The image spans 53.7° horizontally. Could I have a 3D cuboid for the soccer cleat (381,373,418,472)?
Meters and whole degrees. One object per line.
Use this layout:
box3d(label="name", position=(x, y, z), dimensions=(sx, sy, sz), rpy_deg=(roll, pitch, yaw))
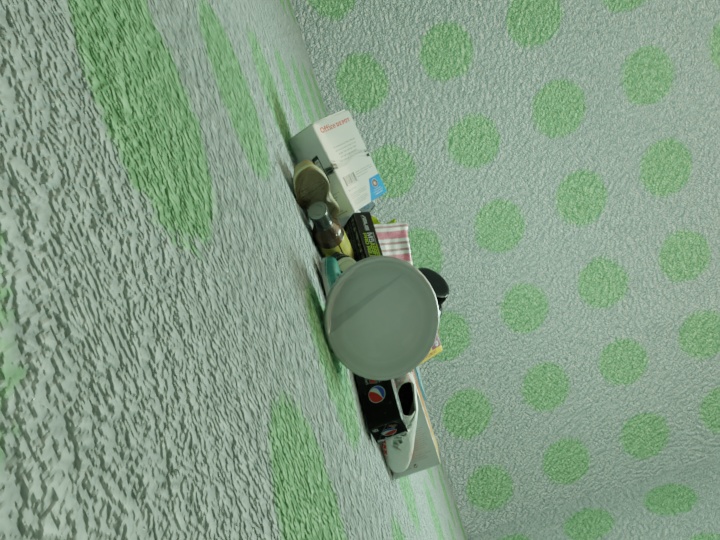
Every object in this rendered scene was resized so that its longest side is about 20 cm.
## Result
box3d(label="soccer cleat", position=(0.081, 0.302, 1.409), dimensions=(0.085, 0.067, 0.206), rpy_deg=(-171, -94, -82))

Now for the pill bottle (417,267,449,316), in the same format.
box3d(label="pill bottle", position=(0.105, 0.096, 1.506), dimensions=(0.202, 0.109, 0.113), rpy_deg=(-60, -151, 34))

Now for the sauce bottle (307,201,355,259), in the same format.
box3d(label="sauce bottle", position=(-0.059, -0.067, 1.431), dimensions=(0.201, 0.063, 0.066), rpy_deg=(68, 5, -58))

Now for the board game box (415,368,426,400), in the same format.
box3d(label="board game box", position=(0.103, 0.272, 1.879), dimensions=(0.200, 0.101, 0.107), rpy_deg=(-91, 162, -77))

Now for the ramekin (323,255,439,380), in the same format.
box3d(label="ramekin", position=(0.029, 0.074, 1.210), dimensions=(0.094, 0.198, 0.207), rpy_deg=(-142, -148, -77))

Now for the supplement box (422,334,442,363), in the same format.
box3d(label="supplement box", position=(0.104, 0.129, 1.748), dimensions=(0.102, 0.129, 0.204), rpy_deg=(10, -57, 59))

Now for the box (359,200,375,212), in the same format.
box3d(label="box", position=(-0.051, -0.221, 1.697), dimensions=(0.199, 0.041, 0.156), rpy_deg=(38, 12, -11))

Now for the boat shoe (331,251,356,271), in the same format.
box3d(label="boat shoe", position=(-0.019, 0.060, 1.433), dimensions=(0.067, 0.071, 0.204), rpy_deg=(29, -42, 59))

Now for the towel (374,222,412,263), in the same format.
box3d(label="towel", position=(0.063, -0.007, 1.626), dimensions=(0.030, 0.143, 0.206), rpy_deg=(-9, -91, 59))

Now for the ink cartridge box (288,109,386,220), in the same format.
box3d(label="ink cartridge box", position=(-0.047, -0.226, 1.541), dimensions=(0.145, 0.083, 0.203), rpy_deg=(-34, 100, -50))

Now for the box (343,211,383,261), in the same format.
box3d(label="box", position=(0.000, 0.000, 1.543), dimensions=(0.160, 0.043, 0.204), rpy_deg=(-50, -128, 56))

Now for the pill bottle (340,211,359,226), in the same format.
box3d(label="pill bottle", position=(0.000, -0.062, 1.847), dimensions=(0.114, 0.111, 0.204), rpy_deg=(-92, 164, -75))

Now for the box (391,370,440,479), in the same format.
box3d(label="box", position=(0.091, 0.315, 1.531), dimensions=(0.152, 0.104, 0.205), rpy_deg=(-40, 112, -85))

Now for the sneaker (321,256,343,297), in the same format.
box3d(label="sneaker", position=(-0.015, 0.063, 1.341), dimensions=(0.071, 0.078, 0.205), rpy_deg=(-86, 157, -79))

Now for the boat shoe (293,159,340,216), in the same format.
box3d(label="boat shoe", position=(-0.095, -0.161, 1.382), dimensions=(0.067, 0.073, 0.201), rpy_deg=(59, -3, 24))

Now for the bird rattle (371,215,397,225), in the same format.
box3d(label="bird rattle", position=(0.038, -0.032, 1.730), dimensions=(0.162, 0.110, 0.205), rpy_deg=(14, 92, -68))

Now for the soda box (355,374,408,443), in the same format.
box3d(label="soda box", position=(0.031, 0.219, 1.368), dimensions=(0.064, 0.069, 0.203), rpy_deg=(64, 9, -52))
